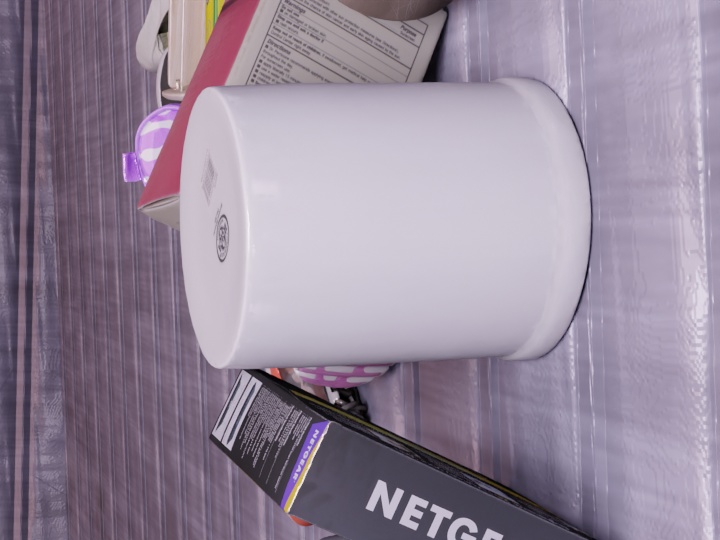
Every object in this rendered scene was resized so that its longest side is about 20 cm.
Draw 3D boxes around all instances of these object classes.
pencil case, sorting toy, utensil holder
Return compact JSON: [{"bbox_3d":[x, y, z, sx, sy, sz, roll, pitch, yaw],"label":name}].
[{"bbox_3d":[-0.085,-0.092,1.060,0.085,0.199,0.085,3,96,33],"label":"pencil case"},{"bbox_3d":[-0.103,-0.248,1.238,0.180,0.106,0.203,25,115,59],"label":"sorting toy"},{"bbox_3d":[0.008,-0.026,0.799,0.170,0.197,0.172,177,90,-69],"label":"utensil holder"}]

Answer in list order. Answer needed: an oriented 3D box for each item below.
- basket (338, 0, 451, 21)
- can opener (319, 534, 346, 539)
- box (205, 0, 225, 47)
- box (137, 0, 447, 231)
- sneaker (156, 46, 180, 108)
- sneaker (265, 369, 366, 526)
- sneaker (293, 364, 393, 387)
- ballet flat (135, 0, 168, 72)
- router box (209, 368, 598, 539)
[{"bbox_3d":[0.038,-0.250,0.798,0.200,0.134,0.182,116,147,-59],"label":"basket"},{"bbox_3d":[0.020,0.217,0.982,0.200,0.066,0.054,165,101,-70],"label":"can opener"},{"bbox_3d":[-0.060,-0.217,1.048,0.048,0.116,0.203,131,140,-62],"label":"box"},{"bbox_3d":[-0.047,-0.108,0.930,0.109,0.127,0.202,-7,59,65],"label":"box"},{"bbox_3d":[-0.164,-0.157,1.451,0.099,0.070,0.203,146,114,-64],"label":"sneaker"},{"bbox_3d":[-0.024,0.105,1.121,0.081,0.077,0.203,-10,83,42],"label":"sneaker"},{"bbox_3d":[0.000,0.000,1.011,0.089,0.079,0.201,-107,30,-45],"label":"sneaker"},{"bbox_3d":[-0.216,-0.280,1.593,0.201,0.069,0.070,118,144,-53],"label":"ballet flat"},{"bbox_3d":[0.029,0.126,0.762,0.053,0.198,0.157,-64,21,-3],"label":"router box"}]
